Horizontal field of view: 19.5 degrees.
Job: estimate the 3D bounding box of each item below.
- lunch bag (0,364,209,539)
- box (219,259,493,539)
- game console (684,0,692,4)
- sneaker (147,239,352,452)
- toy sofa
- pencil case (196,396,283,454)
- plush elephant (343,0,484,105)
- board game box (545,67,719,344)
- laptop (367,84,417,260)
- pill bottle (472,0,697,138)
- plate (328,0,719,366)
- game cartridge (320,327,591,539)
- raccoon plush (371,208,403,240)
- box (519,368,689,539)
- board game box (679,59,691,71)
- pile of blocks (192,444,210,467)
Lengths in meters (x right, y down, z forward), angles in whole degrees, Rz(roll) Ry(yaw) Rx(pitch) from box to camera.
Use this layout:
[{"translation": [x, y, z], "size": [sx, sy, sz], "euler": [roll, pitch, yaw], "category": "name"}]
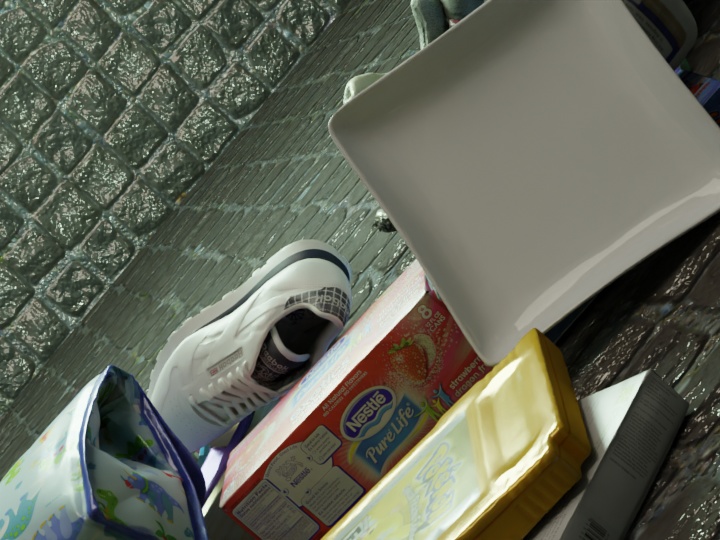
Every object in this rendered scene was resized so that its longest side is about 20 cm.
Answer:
[{"translation": [-0.192, 0.176, 1.370], "size": [0.170, 0.127, 0.200], "euler": [-47, 32, 14], "category": "lunch bag"}, {"translation": [0.011, 0.099, 1.356], "size": [0.200, 0.100, 0.096], "euler": [-47, 12, 13], "category": "box"}, {"translation": [0.167, -0.218, 1.619], "size": [0.200, 0.117, 0.176], "euler": [-32, -3, -44], "category": "game console"}, {"translation": [-0.082, 0.066, 1.457], "size": [0.200, 0.076, 0.081], "euler": [-47, 30, 24], "category": "sneaker"}, {"translation": [-0.109, 0.178, 1.495], "size": [0.082, 0.098, 0.200], "euler": [-8, 35, 30], "category": "toy sofa"}, {"translation": [-0.089, 0.089, 1.799], "size": [0.087, 0.087, 0.200], "euler": [-42, 14, 28], "category": "pencil case"}, {"translation": [0.072, -0.149, 1.801], "size": [0.155, 0.165, 0.200], "euler": [-38, -21, -18], "category": "plush elephant"}, {"translation": [0.169, -0.047, 1.395], "size": [0.200, 0.034, 0.135], "euler": [-48, 11, 4], "category": "board game box"}, {"translation": [0.000, 0.000, 1.475], "size": [0.115, 0.201, 0.187], "euler": [-23, 15, 7], "category": "laptop"}, {"translation": [0.121, -0.113, 1.394], "size": [0.200, 0.119, 0.120], "euler": [-53, 12, -7], "category": "pill bottle"}, {"translation": [0.110, -0.071, 1.305], "size": [0.199, 0.201, 0.032], "euler": [-36, -19, 5], "category": "plate"}, {"translation": [0.040, 0.133, 1.137], "size": [0.200, 0.032, 0.176], "euler": [-48, 11, 12], "category": "game cartridge"}, {"translation": [0.055, -0.029, 1.646], "size": [0.134, 0.096, 0.200], "euler": [-50, 9, 39], "category": "raccoon plush"}, {"translation": [0.081, 0.140, 1.130], "size": [0.200, 0.036, 0.145], "euler": [-30, 22, 55], "category": "box"}, {"translation": [0.140, -0.107, 1.553], "size": [0.199, 0.024, 0.105], "euler": [-29, 9, -17], "category": "board game box"}, {"translation": [-0.111, 0.166, 1.639], "size": [0.200, 0.082, 0.062], "euler": [-46, 12, 13], "category": "pile of blocks"}]
